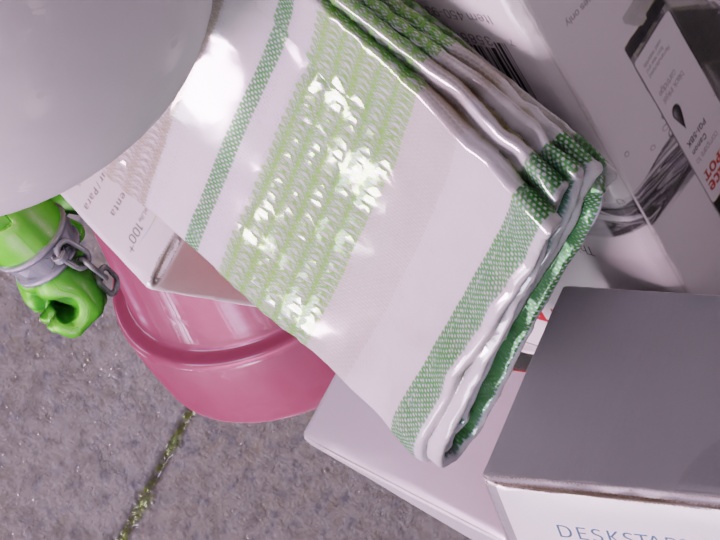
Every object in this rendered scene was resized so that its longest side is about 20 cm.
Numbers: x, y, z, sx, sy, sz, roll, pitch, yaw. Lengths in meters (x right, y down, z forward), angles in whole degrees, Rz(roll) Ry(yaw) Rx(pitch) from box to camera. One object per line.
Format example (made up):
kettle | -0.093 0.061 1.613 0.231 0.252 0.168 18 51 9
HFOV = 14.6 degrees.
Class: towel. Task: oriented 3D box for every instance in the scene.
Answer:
towel | -0.031 -0.042 0.810 0.200 0.031 0.149 39 142 12

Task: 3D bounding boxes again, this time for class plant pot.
plant pot | -0.067 -0.050 1.479 0.200 0.200 0.179 23 157 46

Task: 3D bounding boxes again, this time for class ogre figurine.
ogre figurine | -0.170 -0.068 1.076 0.120 0.098 0.201 49 -157 -61

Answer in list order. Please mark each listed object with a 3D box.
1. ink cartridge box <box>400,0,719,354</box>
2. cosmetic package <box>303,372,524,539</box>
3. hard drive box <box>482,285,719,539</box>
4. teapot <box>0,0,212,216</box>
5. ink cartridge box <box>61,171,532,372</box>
ink cartridge box | 0.048 -0.066 0.833 0.147 0.083 0.200 17 148 49
cosmetic package | 0.111 0.034 1.189 0.123 0.200 0.200 24 173 38
hard drive box | 0.141 0.104 0.813 0.155 0.077 0.200 4 138 27
teapot | -0.147 -0.084 0.755 0.197 0.146 0.200 -14 109 53
ink cartridge box | 0.000 0.000 0.992 0.200 0.044 0.174 11 -152 -50
